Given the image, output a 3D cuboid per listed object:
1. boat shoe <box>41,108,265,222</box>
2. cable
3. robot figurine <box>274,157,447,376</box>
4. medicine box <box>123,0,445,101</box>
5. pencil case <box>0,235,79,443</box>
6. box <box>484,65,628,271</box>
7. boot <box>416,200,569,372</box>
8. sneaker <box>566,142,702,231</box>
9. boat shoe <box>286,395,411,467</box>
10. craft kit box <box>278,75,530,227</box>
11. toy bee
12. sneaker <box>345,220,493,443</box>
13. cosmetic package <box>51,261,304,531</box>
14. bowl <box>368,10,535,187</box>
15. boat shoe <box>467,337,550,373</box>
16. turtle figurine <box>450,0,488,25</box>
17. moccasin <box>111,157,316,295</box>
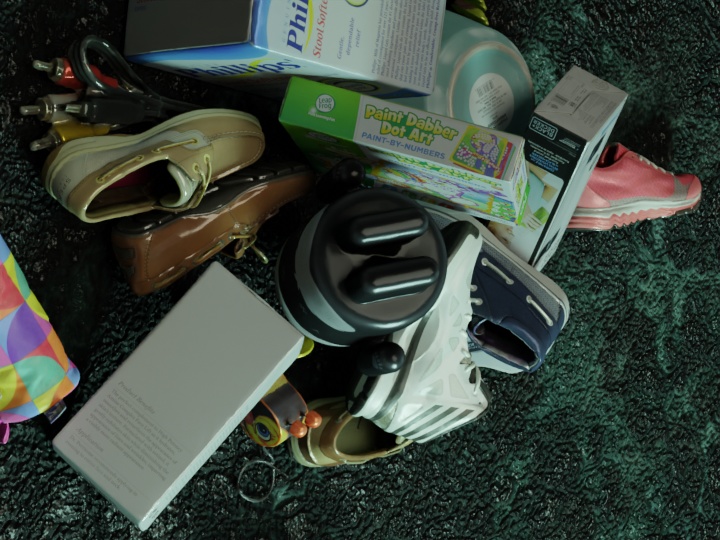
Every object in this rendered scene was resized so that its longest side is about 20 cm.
[{"bbox_3d":[-0.159,-0.079,1.452,0.200,0.066,0.074,-17,142,-30],"label":"boat shoe"},{"bbox_3d":[-0.193,-0.140,1.473,0.200,0.050,0.097,2,92,-52],"label":"cable"},{"bbox_3d":[0.001,-0.002,1.501,0.125,0.200,0.150,29,73,-11],"label":"robot figurine"},{"bbox_3d":[-0.063,-0.209,1.479,0.200,0.182,0.103,9,85,-41],"label":"medicine box"},{"bbox_3d":[-0.291,0.029,1.360,0.088,0.088,0.200,-40,115,-32],"label":"pencil case"},{"bbox_3d":[0.175,-0.081,1.681,0.117,0.060,0.200,-47,163,-51],"label":"box"},{"bbox_3d":[0.099,0.010,1.640,0.200,0.073,0.090,31,38,2],"label":"boot"},{"bbox_3d":[0.289,-0.095,1.863,0.200,0.074,0.087,-13,99,-40],"label":"sneaker"},{"bbox_3d":[0.026,0.140,1.643,0.200,0.074,0.076,-19,104,-39],"label":"boat shoe"},{"bbox_3d":[0.044,-0.099,1.515,0.198,0.200,0.049,59,47,-76],"label":"craft kit box"},{"bbox_3d":[-0.080,0.103,1.529,0.200,0.109,0.131,52,58,-30],"label":"toy bee"},{"bbox_3d":[0.079,0.062,1.590,0.115,0.076,0.201,29,88,-19],"label":"sneaker"},{"bbox_3d":[-0.146,0.102,1.440,0.102,0.074,0.200,41,77,6],"label":"cosmetic package"},{"bbox_3d":[0.088,-0.155,1.666,0.201,0.105,0.201,-2,93,-40],"label":"bowl"},{"bbox_3d":[0.103,0.062,1.715,0.200,0.066,0.072,-9,120,-37],"label":"boat shoe"},{"bbox_3d":[0.143,-0.321,1.692,0.064,0.200,0.161,34,84,-2],"label":"turtle figurine"},{"bbox_3d":[-0.118,-0.039,1.513,0.201,0.074,0.078,-34,122,-38],"label":"moccasin"}]
